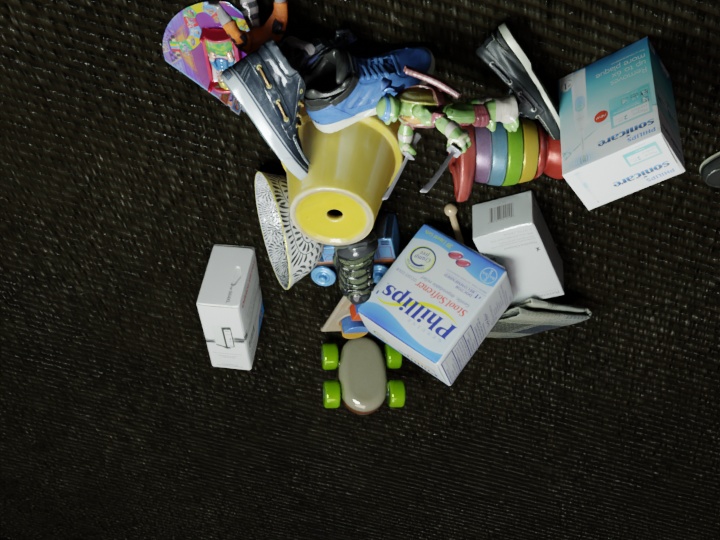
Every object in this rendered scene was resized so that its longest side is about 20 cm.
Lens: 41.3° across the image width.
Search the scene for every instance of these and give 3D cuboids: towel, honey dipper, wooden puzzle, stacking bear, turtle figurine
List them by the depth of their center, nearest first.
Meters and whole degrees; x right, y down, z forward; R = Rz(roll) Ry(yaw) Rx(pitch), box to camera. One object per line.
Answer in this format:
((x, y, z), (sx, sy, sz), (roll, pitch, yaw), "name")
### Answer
((0.117, -0.181, 1.331), (0.191, 0.203, 0.144), (-10, 161, -19), "turtle figurine")
((0.242, -0.180, 1.458), (0.197, 0.122, 0.115), (-1, 132, -4), "stacking bear")
((0.178, -0.044, 1.691), (0.037, 0.038, 0.201), (-7, 135, 17), "honey dipper")
((0.294, 0.091, 1.768), (0.198, 0.035, 0.192), (4, 163, -38), "towel")
((0.039, 0.082, 1.792), (0.183, 0.047, 0.200), (-1, 155, -23), "wooden puzzle")

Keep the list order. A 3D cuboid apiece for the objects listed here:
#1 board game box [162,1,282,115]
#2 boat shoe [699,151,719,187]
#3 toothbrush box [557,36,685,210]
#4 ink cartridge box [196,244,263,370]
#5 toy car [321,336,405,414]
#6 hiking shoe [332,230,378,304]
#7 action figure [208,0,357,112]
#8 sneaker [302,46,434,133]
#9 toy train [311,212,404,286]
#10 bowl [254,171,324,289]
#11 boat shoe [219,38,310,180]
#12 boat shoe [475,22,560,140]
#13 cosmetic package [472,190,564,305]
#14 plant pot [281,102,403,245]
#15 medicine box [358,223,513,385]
((-0.199, -0.306, 1.419), (0.199, 0.039, 0.157), (33, 135, -29), "board game box")
((0.626, -0.153, 1.464), (0.198, 0.064, 0.074), (-3, 143, 15), "boat shoe")
((0.359, -0.204, 1.330), (0.145, 0.202, 0.085), (-22, 134, 32), "toothbrush box")
((-0.242, 0.070, 1.804), (0.083, 0.147, 0.201), (5, 140, 6), "ink cartridge box")
((-0.004, 0.243, 1.992), (0.162, 0.160, 0.201), (0, 154, -8), "toy car")
((0.000, 0.000, 1.549), (0.075, 0.102, 0.200), (-15, 172, -6), "hiking shoe")
((-0.113, -0.328, 1.354), (0.198, 0.105, 0.195), (-29, 139, -14), "action figure")
((0.007, -0.277, 1.347), (0.198, 0.078, 0.111), (-24, 153, 7), "sneaker")
((-0.017, -0.039, 1.691), (0.197, 0.087, 0.115), (-2, 132, 15), "toy train")
((-0.106, -0.077, 1.602), (0.093, 0.202, 0.202), (-14, 144, -15), "bowl")
((-0.103, -0.218, 1.317), (0.090, 0.071, 0.201), (-37, 129, -2), "boat shoe")
((0.230, -0.257, 1.371), (0.066, 0.075, 0.200), (-30, 125, 15), "boat shoe")
((0.274, -0.034, 1.647), (0.111, 0.082, 0.201), (-14, 136, 22), "cosmetic package")
((-0.033, -0.151, 1.468), (0.197, 0.191, 0.202), (4, 142, 3), "plant pot")
((0.130, 0.057, 1.626), (0.181, 0.201, 0.103), (32, 165, 29), "medicine box")
